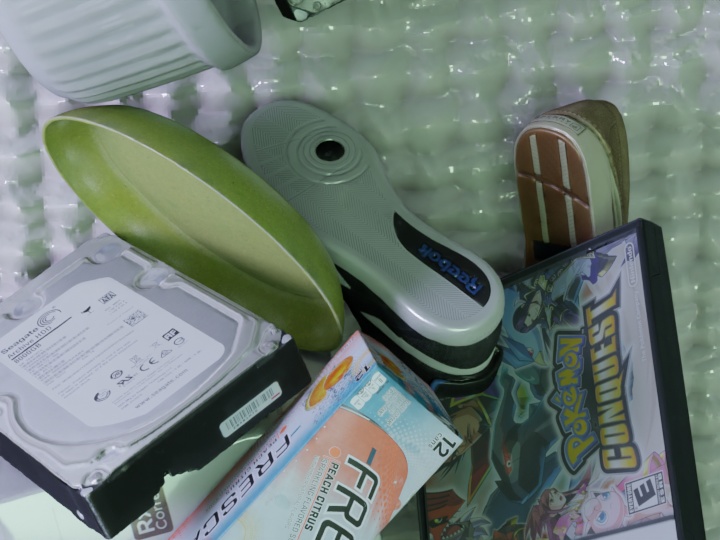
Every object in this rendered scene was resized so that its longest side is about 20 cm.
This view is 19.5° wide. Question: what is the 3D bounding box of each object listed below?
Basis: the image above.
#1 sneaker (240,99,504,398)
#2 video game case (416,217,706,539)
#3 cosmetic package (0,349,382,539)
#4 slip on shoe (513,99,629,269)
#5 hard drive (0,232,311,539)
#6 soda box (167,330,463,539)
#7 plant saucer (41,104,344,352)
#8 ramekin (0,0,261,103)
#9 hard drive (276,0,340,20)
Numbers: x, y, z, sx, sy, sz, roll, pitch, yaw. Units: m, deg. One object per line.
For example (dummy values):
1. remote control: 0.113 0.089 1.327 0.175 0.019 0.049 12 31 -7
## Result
1. sneaker: 0.000 0.000 1.190 0.073 0.200 0.112 -32 150 -22
2. video game case: 0.102 0.093 1.162 0.180 0.201 0.025 -25 149 38
3. cosmetic package: -0.092 0.150 1.192 0.199 0.165 0.166 -15 106 -3
4. slip on shoe: 0.128 -0.005 1.234 0.061 0.076 0.201 -35 127 -44
5. hard drive: -0.137 0.054 1.123 0.140 0.200 0.038 -37 124 -20
6. soda box: -0.039 0.129 1.070 0.064 0.068 0.200 40 95 -16
7. plant saucer: -0.085 -0.028 1.139 0.200 0.200 0.031 41 71 -16
8. ramekin: -0.138 -0.182 1.079 0.105 0.200 0.201 -23 108 9
9. hard drive: 0.019 -0.242 1.137 0.199 0.038 0.140 -28 107 -10
